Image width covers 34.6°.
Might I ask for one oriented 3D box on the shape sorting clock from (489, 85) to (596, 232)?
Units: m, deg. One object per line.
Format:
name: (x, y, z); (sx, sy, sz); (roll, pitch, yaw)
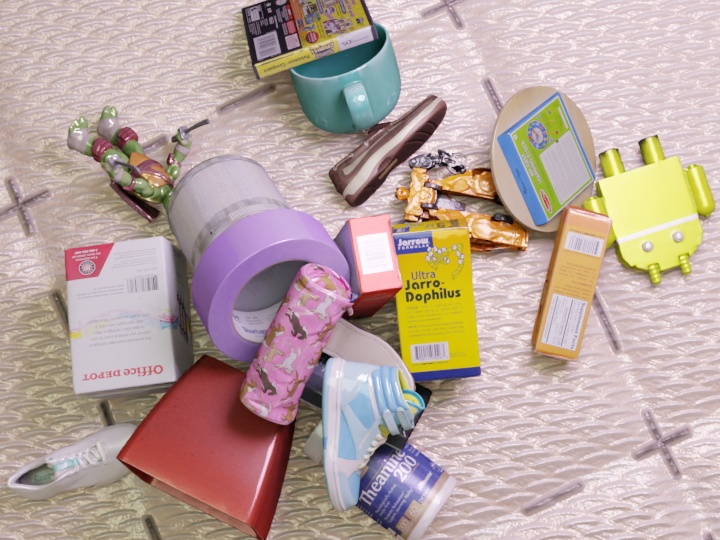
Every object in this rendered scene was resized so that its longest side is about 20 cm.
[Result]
shape sorting clock: (0.255, -0.155, 1.611); (0.198, 0.039, 0.204); (3, 85, -38)

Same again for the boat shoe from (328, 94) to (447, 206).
boat shoe: (0.034, -0.189, 1.664); (0.202, 0.075, 0.075); (-44, 74, -3)

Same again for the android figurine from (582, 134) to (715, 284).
android figurine: (0.407, -0.083, 1.624); (0.179, 0.041, 0.203); (-15, 83, 0)

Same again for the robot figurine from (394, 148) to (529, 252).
robot figurine: (0.146, -0.091, 1.644); (0.197, 0.058, 0.147); (10, 81, 6)

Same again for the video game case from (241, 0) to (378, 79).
video game case: (-0.077, -0.356, 1.663); (0.178, 0.026, 0.201); (-18, 37, 2)

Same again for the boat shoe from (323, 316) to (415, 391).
boat shoe: (0.001, 0.115, 1.554); (0.199, 0.059, 0.072); (33, 94, 27)

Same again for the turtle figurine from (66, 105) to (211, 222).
turtle figurine: (-0.315, -0.181, 1.646); (0.193, 0.201, 0.144); (33, 70, 19)

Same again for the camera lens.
camera lens: (-0.166, -0.048, 1.583); (0.159, 0.161, 0.201); (-34, 49, -2)

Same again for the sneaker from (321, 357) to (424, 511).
sneaker: (0.018, 0.212, 1.466); (0.128, 0.080, 0.204); (0, 105, 5)

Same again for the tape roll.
tape roll: (-0.114, 0.022, 1.480); (0.199, 0.201, 0.066); (-34, 48, -2)

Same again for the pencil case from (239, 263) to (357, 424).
pencil case: (-0.079, 0.094, 1.442); (0.086, 0.083, 0.202); (28, 104, -6)

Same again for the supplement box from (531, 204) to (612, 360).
supplement box: (0.288, 0.017, 1.585); (0.068, 0.067, 0.203); (15, 99, 3)

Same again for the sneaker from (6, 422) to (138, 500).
sneaker: (-0.396, 0.271, 1.610); (0.197, 0.089, 0.076); (-23, 78, 0)

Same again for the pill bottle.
pill bottle: (0.023, 0.272, 1.564); (0.199, 0.111, 0.112); (35, 84, 9)

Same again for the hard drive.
hard drive: (-0.009, 0.160, 1.576); (0.198, 0.140, 0.033); (26, 116, 9)

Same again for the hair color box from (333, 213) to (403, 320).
hair color box: (0.000, 0.000, 1.565); (0.060, 0.200, 0.103); (-8, 80, -14)

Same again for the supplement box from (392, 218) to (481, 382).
supplement box: (0.102, 0.039, 1.571); (0.108, 0.109, 0.204); (-6, 99, 4)

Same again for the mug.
mug: (-0.022, -0.256, 1.633); (0.150, 0.115, 0.186); (3, 44, 25)

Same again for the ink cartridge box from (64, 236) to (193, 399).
ink cartridge box: (-0.318, 0.072, 1.609); (0.143, 0.145, 0.204); (-6, 79, 3)

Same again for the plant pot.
plant pot: (-0.185, 0.231, 1.555); (0.197, 0.200, 0.178); (24, 73, 8)
